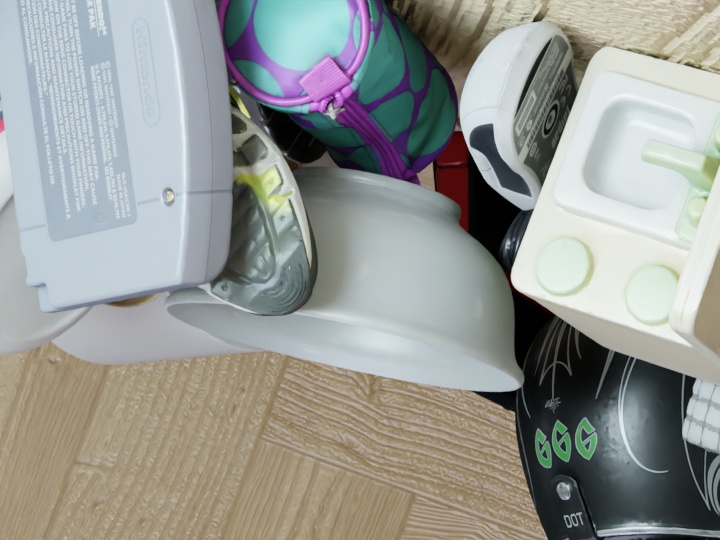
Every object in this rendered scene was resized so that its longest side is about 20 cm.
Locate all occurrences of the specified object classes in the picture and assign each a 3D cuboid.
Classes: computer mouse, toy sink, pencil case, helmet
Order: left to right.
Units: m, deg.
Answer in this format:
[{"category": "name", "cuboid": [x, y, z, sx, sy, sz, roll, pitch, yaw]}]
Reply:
[{"category": "pencil case", "cuboid": [-0.010, -0.101, 1.105, 0.085, 0.093, 0.200, -20, 166, 12]}, {"category": "computer mouse", "cuboid": [0.085, -0.073, 1.091, 0.044, 0.110, 0.200, 22, 166, 21]}, {"category": "helmet", "cuboid": [0.194, 0.089, 1.342, 0.199, 0.191, 0.200, 2, 161, 1]}, {"category": "toy sink", "cuboid": [0.155, -0.026, 1.045, 0.112, 0.131, 0.200, 18, 176, 25]}]

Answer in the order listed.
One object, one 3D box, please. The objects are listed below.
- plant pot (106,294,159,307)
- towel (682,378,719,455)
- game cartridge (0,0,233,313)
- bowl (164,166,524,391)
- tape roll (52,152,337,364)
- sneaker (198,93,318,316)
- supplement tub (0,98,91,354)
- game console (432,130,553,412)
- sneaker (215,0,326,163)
[{"category": "plant pot", "cuboid": [-0.162, -0.074, 1.230, 0.200, 0.201, 0.027, 16, -143, 42]}, {"category": "towel", "cuboid": [0.289, 0.048, 1.137, 0.200, 0.166, 0.086, 19, 178, 32]}, {"category": "game cartridge", "cuboid": [-0.120, -0.086, 1.021, 0.040, 0.201, 0.133, -6, 177, -44]}, {"category": "bowl", "cuboid": [0.000, 0.000, 1.154, 0.200, 0.091, 0.201, 13, 171, 2]}, {"category": "tape roll", "cuboid": [-0.120, -0.043, 1.380, 0.139, 0.203, 0.202, -7, 158, 41]}, {"category": "sneaker", "cuboid": [-0.074, -0.058, 1.074, 0.200, 0.074, 0.085, 55, -166, 24]}, {"category": "supplement tub", "cuboid": [-0.235, -0.054, 1.188, 0.200, 0.141, 0.140, 31, -178, 32]}, {"category": "game console", "cuboid": [0.098, 0.009, 1.445, 0.031, 0.178, 0.200, -6, 164, 24]}, {"category": "sneaker", "cuboid": [-0.078, -0.130, 1.202, 0.090, 0.078, 0.200, 16, 163, 40]}]
